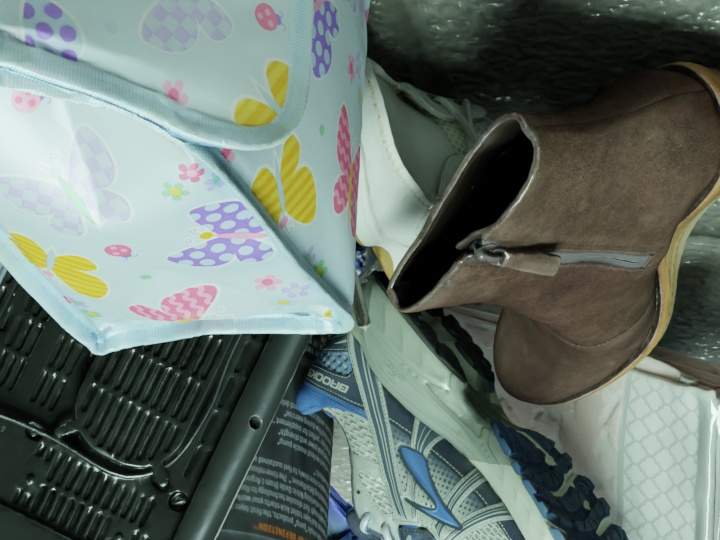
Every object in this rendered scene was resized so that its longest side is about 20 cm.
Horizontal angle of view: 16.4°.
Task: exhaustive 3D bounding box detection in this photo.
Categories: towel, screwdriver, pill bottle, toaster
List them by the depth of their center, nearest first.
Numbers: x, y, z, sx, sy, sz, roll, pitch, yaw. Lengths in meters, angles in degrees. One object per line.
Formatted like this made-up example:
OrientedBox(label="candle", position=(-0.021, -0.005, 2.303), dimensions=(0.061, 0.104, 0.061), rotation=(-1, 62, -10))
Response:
OrientedBox(label="toaster", position=(-0.117, 0.021, 0.969), dimensions=(0.180, 0.201, 0.119), rotation=(26, 168, -2))
OrientedBox(label="screwdriver", position=(0.000, 0.000, 1.003), dimensions=(0.029, 0.028, 0.200), rotation=(-16, -169, -5))
OrientedBox(label="towel", position=(0.097, 0.124, 1.116), dimensions=(0.032, 0.202, 0.190), rotation=(-9, -165, -38))
OrientedBox(label="pill bottle", position=(-0.065, 0.100, 1.126), dimensions=(0.105, 0.201, 0.106), rotation=(2, 152, 1))

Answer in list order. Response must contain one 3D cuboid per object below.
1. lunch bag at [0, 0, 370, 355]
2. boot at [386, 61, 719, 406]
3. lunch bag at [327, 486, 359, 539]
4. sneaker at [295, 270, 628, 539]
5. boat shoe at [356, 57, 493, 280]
OrientedBox(label="lunch bag", position=(-0.068, -0.088, 0.799), dimensions=(0.126, 0.171, 0.200), rotation=(-6, 151, 19))
OrientedBox(label="boot", position=(0.066, -0.005, 0.981), dimensions=(0.166, 0.073, 0.200), rotation=(-12, 149, -43))
OrientedBox(label="lunch bag", position=(-0.121, 0.124, 1.261), dimensions=(0.199, 0.128, 0.170), rotation=(26, 145, -21))
OrientedBox(label="sneaker", position=(0.043, 0.099, 1.069), dimensions=(0.085, 0.200, 0.077), rotation=(-45, 151, 17))
OrientedBox(label="boat shoe", position=(0.027, -0.043, 0.991), dimensions=(0.069, 0.071, 0.200), rotation=(-15, 164, 8))
